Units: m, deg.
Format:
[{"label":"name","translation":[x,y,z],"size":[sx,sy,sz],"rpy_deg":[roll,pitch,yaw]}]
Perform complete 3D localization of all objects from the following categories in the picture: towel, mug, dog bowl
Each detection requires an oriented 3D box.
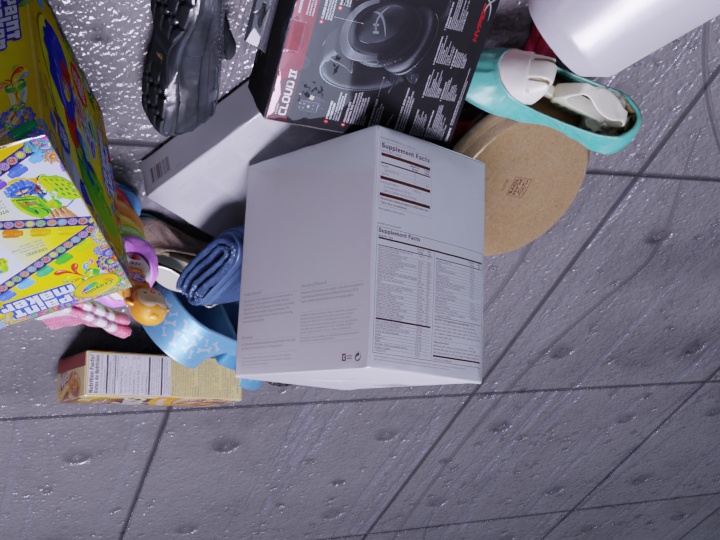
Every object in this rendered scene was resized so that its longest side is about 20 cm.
[{"label":"towel","translation":[-0.330,0.023,0.953],"size":[0.145,0.030,0.199],"rpy_deg":[5,165,44]},{"label":"mug","translation":[0.242,-0.246,0.901],"size":[0.152,0.151,0.185],"rpy_deg":[-37,141,27]},{"label":"dog bowl","translation":[-0.170,0.069,1.180],"size":[0.050,0.112,0.199],"rpy_deg":[-45,139,14]},{"label":"towel","translation":[-0.090,-0.014,1.070],"size":[0.198,0.049,0.111],"rpy_deg":[-6,154,-48]}]

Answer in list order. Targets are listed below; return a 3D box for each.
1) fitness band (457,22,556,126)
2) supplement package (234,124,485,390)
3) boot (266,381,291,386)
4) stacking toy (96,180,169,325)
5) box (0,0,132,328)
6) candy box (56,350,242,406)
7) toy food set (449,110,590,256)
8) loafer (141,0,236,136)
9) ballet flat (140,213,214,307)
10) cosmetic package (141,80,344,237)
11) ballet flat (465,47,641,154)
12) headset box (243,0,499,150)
[{"label":"fitness band","translation":[0.116,-0.206,1.000],"size":[0.141,0.038,0.201],"rpy_deg":[1,140,-22]},{"label":"supplement package","translation":[0.000,0.000,0.931],"size":[0.145,0.204,0.189],"rpy_deg":[12,166,-41]},{"label":"boot","translation":[-0.074,0.065,1.103],"size":[0.157,0.081,0.209],"rpy_deg":[-31,157,32]},{"label":"stacking toy","translation":[-0.231,-0.006,0.943],"size":[0.115,0.199,0.111],"rpy_deg":[17,105,-43]},{"label":"box","translation":[-0.280,-0.100,0.809],"size":[0.120,0.202,0.194],"rpy_deg":[-17,147,-3]},{"label":"candy box","translation":[-0.255,0.133,1.232],"size":[0.197,0.056,0.115],"rpy_deg":[6,167,-32]},{"label":"toy food set","translation":[0.152,-0.100,1.050],"size":[0.195,0.049,0.202],"rpy_deg":[-10,133,-25]},{"label":"loafer","translation":[-0.139,-0.202,0.862],"size":[0.070,0.068,0.202],"rpy_deg":[-19,148,-33]},{"label":"ballet flat","translation":[-0.180,0.003,1.115],"size":[0.068,0.068,0.198],"rpy_deg":[-39,141,28]},{"label":"cosmetic package","translation":[-0.095,-0.112,1.012],"size":[0.198,0.052,0.150],"rpy_deg":[-32,142,19]},{"label":"ballet flat","translation":[0.181,-0.169,0.953],"size":[0.197,0.069,0.070],"rpy_deg":[19,160,-17]},{"label":"headset box","translation":[0.001,-0.198,0.866],"size":[0.196,0.078,0.151],"rpy_deg":[7,117,-23]}]
